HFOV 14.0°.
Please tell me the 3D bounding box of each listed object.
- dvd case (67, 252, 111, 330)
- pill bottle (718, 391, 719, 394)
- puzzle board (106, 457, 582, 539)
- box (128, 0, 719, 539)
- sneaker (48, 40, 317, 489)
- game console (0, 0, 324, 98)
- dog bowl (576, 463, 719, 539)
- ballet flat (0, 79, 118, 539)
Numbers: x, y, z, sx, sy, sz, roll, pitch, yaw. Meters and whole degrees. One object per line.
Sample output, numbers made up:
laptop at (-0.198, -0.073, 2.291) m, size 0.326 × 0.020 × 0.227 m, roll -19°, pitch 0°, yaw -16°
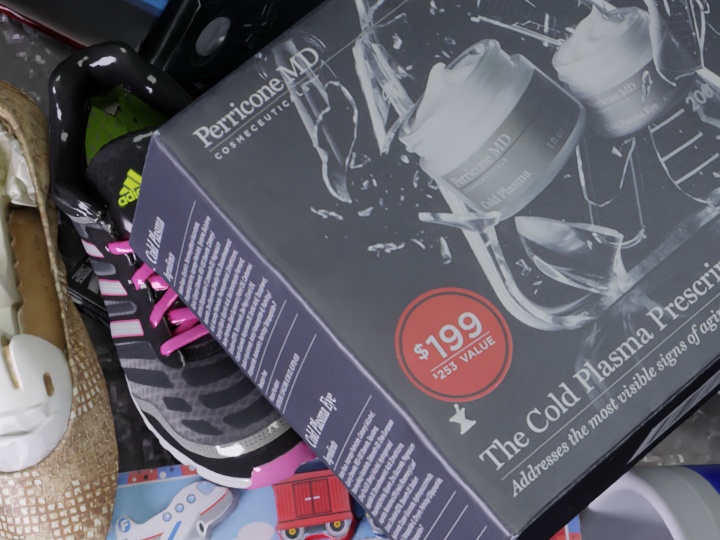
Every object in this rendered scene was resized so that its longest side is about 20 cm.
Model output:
dvd case at (0.000, 0.000, 1.129) m, size 0.199 × 0.022 × 0.146 m, roll 28°, pitch 70°, yaw 30°
pill bottle at (0.195, -0.049, 1.136) m, size 0.120 × 0.120 × 0.200 m, roll 42°, pitch 109°, yaw 3°
puzzle board at (-0.011, 0.139, 1.098) m, size 0.199 × 0.017 × 0.152 m, roll -9°, pitch 73°, yaw 10°
box at (0.052, -0.019, 1.021) m, size 0.200 × 0.104 × 0.182 m, roll -39°, pitch 79°, yaw -21°
sneaker at (-0.072, -0.009, 1.089) m, size 0.073 × 0.088 × 0.201 m, roll -25°, pitch 55°, yaw 0°
game console at (-0.057, -0.182, 1.179) m, size 0.119 × 0.172 × 0.201 m, roll 37°, pitch 67°, yaw -27°
dog bowl at (0.135, 0.170, 1.061) m, size 0.078 × 0.200 × 0.201 m, roll -2°, pitch 73°, yaw -14°
ballet flat at (-0.141, 0.017, 1.119) m, size 0.070 × 0.065 × 0.201 m, roll -19°, pitch 73°, yaw 11°
